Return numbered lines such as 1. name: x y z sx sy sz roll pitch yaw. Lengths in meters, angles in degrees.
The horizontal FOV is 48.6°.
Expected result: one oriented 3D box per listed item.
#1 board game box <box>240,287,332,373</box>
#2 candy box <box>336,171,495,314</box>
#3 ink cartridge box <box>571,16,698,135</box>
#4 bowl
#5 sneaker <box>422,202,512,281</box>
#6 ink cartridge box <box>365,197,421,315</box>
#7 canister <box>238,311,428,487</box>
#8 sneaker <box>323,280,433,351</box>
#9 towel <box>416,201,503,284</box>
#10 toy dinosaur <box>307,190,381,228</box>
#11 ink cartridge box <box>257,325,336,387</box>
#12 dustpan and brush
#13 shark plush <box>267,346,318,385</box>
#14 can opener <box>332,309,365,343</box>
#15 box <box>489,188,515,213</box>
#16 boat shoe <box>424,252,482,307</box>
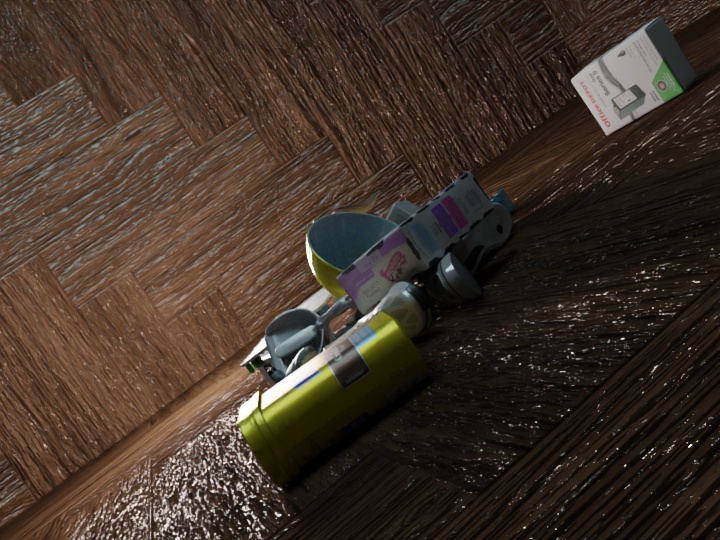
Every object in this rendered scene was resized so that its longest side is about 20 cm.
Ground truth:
1. board game box: -0.111 0.092 1.451 0.199 0.026 0.200 -37 7 20
2. candy box: 0.081 -0.041 1.170 0.199 0.072 0.167 -39 2 -43
3. ink cartridge box: 0.551 -0.388 1.615 0.084 0.147 0.199 -38 5 -36
4. bowl: 0.000 0.000 1.335 0.200 0.197 0.109 -40 -31 -51
5. sneaker: 0.165 -0.039 1.316 0.111 0.074 0.200 -29 9 47
6. ink cartridge box: 0.055 -0.023 1.480 0.202 0.082 0.145 -60 -2 13
7. canister: -0.030 0.135 0.885 0.198 0.087 0.148 -34 4 -5
8. sneaker: 0.020 0.092 1.071 0.115 0.076 0.201 -38 -4 -30
9. towel: 0.185 -0.048 1.450 0.198 0.049 0.112 -36 5 18
10. toy dinosaur: -0.034 -0.083 1.505 0.086 0.134 0.201 -55 -4 -42
11. ink cartridge box: -0.127 0.161 1.510 0.115 0.067 0.199 -38 5 -24
12. dustpan and brush: -0.077 0.101 1.281 0.198 0.141 0.057 -34 -34 14
13. shark plush: -0.097 0.163 1.118 0.090 0.084 0.199 -37 4 -29
14. can opener: -0.005 0.104 1.241 0.066 0.053 0.200 -38 3 23
15. box: 0.215 -0.086 1.623 0.199 0.050 0.082 -33 4 33
16. boat shoe: 0.120 0.018 1.096 0.065 0.072 0.200 -39 3 8
